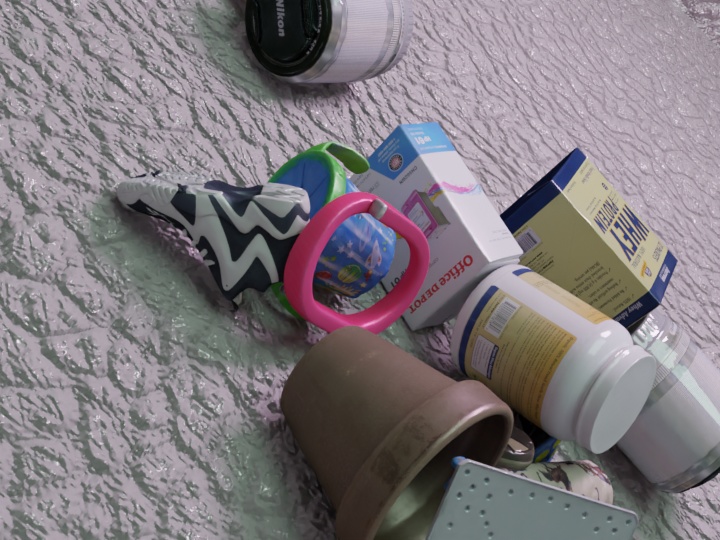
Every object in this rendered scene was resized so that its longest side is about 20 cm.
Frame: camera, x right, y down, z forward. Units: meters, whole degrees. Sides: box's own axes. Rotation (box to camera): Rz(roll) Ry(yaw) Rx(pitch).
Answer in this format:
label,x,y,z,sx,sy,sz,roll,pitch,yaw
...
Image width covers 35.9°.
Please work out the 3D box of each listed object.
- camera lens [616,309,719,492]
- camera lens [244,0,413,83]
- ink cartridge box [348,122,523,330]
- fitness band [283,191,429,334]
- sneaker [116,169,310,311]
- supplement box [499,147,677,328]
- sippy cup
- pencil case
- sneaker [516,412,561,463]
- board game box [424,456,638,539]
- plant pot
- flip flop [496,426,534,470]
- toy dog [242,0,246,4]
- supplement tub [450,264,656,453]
label,x,y,z,sx,sy,sz,roll,pitch,yaw
camera lens,0.385,0.167,1.418,0.200,0.160,0.160,48,34,1
camera lens,-0.041,-0.329,1.456,0.199,0.160,0.161,-13,65,-52
ink cartridge box,0.077,-0.053,1.323,0.084,0.144,0.202,-13,65,-52
fitness band,0.000,0.000,1.138,0.037,0.145,0.199,37,3,35
sneaker,-0.150,-0.025,1.110,0.195,0.132,0.080,6,17,2
supplement box,0.261,-0.005,1.431,0.200,0.200,0.134,48,35,-1
sippy cup,-0.034,-0.040,1.212,0.130,0.179,0.140,35,5,-36
pencil case,0.195,0.254,1.205,0.198,0.077,0.091,8,72,-44
sneaker,0.207,0.168,1.330,0.082,0.071,0.201,22,38,3
board game box,0.130,0.281,0.997,0.197,0.203,0.026,20,8,-22
plant pot,0.017,0.149,1.040,0.174,0.202,0.199,42,30,25
flip flop,0.132,0.180,1.181,0.080,0.059,0.200,6,10,-12
toy dog,-0.174,-0.447,1.481,0.131,0.096,0.202,-31,113,-19
supplement tub,0.214,0.098,1.241,0.199,0.146,0.143,34,24,33
